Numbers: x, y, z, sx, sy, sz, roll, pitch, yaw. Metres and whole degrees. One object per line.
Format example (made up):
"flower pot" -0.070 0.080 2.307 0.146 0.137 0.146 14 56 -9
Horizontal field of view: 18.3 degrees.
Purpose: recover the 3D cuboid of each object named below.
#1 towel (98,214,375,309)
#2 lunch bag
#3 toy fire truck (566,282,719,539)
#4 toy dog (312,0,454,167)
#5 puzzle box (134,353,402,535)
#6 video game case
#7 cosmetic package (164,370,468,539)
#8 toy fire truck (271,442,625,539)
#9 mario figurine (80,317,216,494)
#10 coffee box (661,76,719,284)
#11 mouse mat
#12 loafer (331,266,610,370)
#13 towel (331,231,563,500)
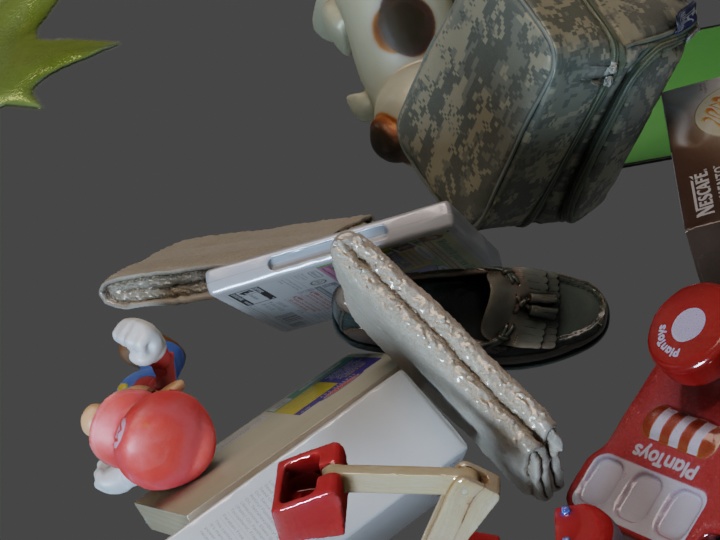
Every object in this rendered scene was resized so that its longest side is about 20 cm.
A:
"towel" -0.094 -0.006 1.786 0.200 0.035 0.133 -6 11 29
"lunch bag" 0.148 -0.135 1.675 0.168 0.200 0.139 -6 45 -36
"toy fire truck" 0.237 0.115 1.384 0.200 0.112 0.168 22 76 50
"toy dog" 0.053 -0.173 1.857 0.139 0.194 0.200 -12 64 -9
"puzzle box" -0.055 0.121 1.566 0.200 0.025 0.133 -34 10 -18
"video game case" 0.000 0.000 1.641 0.182 0.022 0.200 -16 -13 11
"cosmetic package" -0.033 0.161 1.449 0.200 0.101 0.071 -36 74 -19
"toy fire truck" 0.058 0.162 1.357 0.200 0.141 0.049 -11 33 11
"mario figurine" -0.168 0.097 1.598 0.106 0.124 0.200 -29 12 0
"coffee box" 0.290 -0.065 1.627 0.114 0.080 0.200 -15 32 12
"mouse mat" 0.248 -0.144 1.845 0.161 0.008 0.200 -9 35 21
"loafer" 0.077 0.030 1.584 0.200 0.063 0.072 0 73 4
"towel" 0.058 0.062 1.450 0.034 0.133 0.200 -42 72 -9
